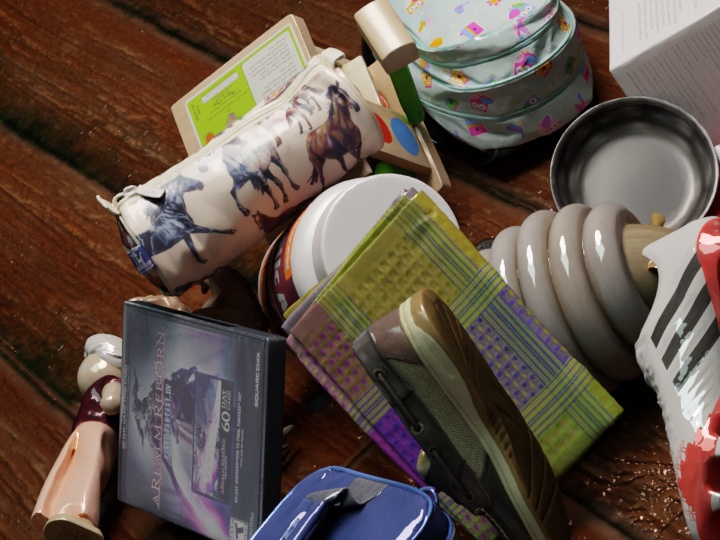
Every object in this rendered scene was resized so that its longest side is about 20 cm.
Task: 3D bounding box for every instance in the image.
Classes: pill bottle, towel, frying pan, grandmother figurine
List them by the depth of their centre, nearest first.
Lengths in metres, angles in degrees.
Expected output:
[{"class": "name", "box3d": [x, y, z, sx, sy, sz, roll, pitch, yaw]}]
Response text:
[{"class": "towel", "box3d": [0.054, 0.059, 1.528, 0.144, 0.200, 0.023, -48, -9, 26]}, {"class": "frying pan", "box3d": [0.217, -0.084, 1.660, 0.189, 0.031, 0.115, -34, 66, -6]}, {"class": "pill bottle", "box3d": [0.000, 0.000, 1.669, 0.114, 0.114, 0.200, -44, 2, -15]}, {"class": "grandmother figurine", "box3d": [-0.196, 0.124, 1.780, 0.121, 0.060, 0.201, -53, 20, 40]}]

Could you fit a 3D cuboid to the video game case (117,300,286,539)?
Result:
[{"class": "video game case", "box3d": [-0.110, 0.103, 1.646, 0.019, 0.144, 0.199, -1, 7, -34]}]

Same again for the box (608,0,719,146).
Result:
[{"class": "box", "box3d": [0.281, -0.179, 1.702, 0.199, 0.098, 0.125, -30, 23, 21]}]

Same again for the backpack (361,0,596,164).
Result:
[{"class": "backpack", "box3d": [0.092, -0.171, 1.878, 0.166, 0.127, 0.200, -33, 34, -3]}]

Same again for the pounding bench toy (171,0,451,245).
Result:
[{"class": "pounding bench toy", "box3d": [-0.004, -0.108, 1.806, 0.200, 0.156, 0.125, -35, 63, 25]}]

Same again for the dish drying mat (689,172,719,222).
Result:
[{"class": "dish drying mat", "box3d": [0.271, -0.056, 1.652, 0.076, 0.018, 0.200, -1, 44, 45]}]

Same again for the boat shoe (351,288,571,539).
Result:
[{"class": "boat shoe", "box3d": [0.063, 0.103, 1.464, 0.064, 0.201, 0.073, -24, 18, 18]}]

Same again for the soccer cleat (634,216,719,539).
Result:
[{"class": "soccer cleat", "box3d": [0.201, 0.068, 1.450, 0.085, 0.068, 0.202, -12, 72, 47]}]

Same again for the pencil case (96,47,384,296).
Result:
[{"class": "pencil case", "box3d": [-0.078, -0.067, 1.670, 0.199, 0.090, 0.078, -36, 44, -1]}]

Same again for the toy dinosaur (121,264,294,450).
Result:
[{"class": "toy dinosaur", "box3d": [-0.099, 0.068, 1.727, 0.135, 0.085, 0.202, 22, 106, 52]}]

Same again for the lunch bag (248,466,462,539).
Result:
[{"class": "lunch bag", "box3d": [-0.012, 0.210, 1.454, 0.135, 0.133, 0.200, 8, 52, 49]}]

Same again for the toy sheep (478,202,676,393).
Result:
[{"class": "toy sheep", "box3d": [0.131, 0.025, 1.566, 0.199, 0.138, 0.138, -23, 33, 19]}]
